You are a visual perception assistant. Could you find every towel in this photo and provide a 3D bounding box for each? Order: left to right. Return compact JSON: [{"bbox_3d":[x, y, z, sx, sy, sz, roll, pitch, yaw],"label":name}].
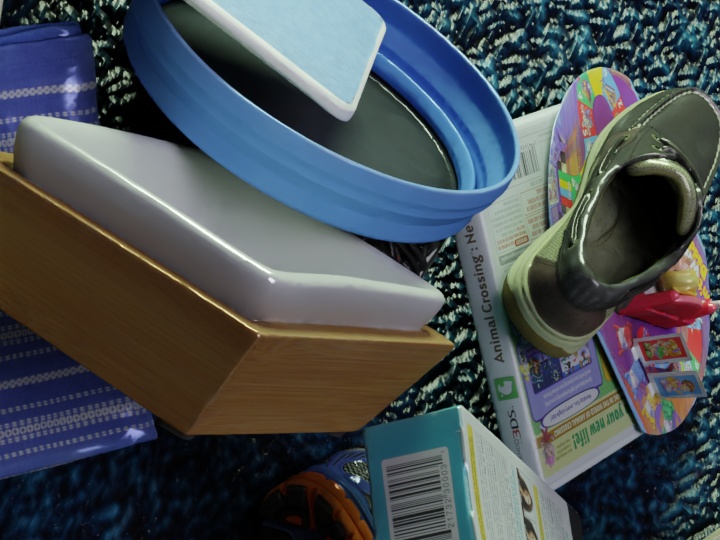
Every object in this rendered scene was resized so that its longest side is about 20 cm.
[{"bbox_3d":[-0.163,-0.007,1.254,0.145,0.024,0.200,-12,93,-42],"label":"towel"}]

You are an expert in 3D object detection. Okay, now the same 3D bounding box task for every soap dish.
[{"bbox_3d":[-0.067,0.007,1.195,0.081,0.157,0.200,-62,158,10],"label":"soap dish"}]

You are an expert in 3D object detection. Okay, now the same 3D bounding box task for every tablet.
[{"bbox_3d":[-0.075,-0.149,1.268,0.200,0.014,0.130,38,24,-9],"label":"tablet"}]

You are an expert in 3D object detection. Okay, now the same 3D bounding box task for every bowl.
[{"bbox_3d":[-0.020,-0.087,1.307,0.201,0.039,0.201,26,27,-15],"label":"bowl"}]

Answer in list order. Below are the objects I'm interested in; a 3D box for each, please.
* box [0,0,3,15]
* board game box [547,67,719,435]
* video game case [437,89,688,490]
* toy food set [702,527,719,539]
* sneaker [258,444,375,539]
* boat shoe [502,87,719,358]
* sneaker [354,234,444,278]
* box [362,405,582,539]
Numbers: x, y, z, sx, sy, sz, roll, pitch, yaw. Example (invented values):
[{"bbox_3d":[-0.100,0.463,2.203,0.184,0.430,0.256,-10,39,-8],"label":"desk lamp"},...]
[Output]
[{"bbox_3d":[-0.196,-0.097,1.191,0.075,0.050,0.200,20,63,-32],"label":"box"},{"bbox_3d":[0.163,-0.015,1.504,0.200,0.039,0.158,64,33,-27],"label":"board game box"},{"bbox_3d":[0.109,0.007,1.467,0.200,0.022,0.182,-22,100,-61],"label":"video game case"},{"bbox_3d":[0.247,0.224,1.580,0.143,0.060,0.200,-29,105,-41],"label":"toy food set"},{"bbox_3d":[0.030,0.170,1.379,0.078,0.075,0.200,-43,115,-41],"label":"sneaker"},{"bbox_3d":[0.144,-0.032,1.414,0.072,0.066,0.201,50,47,-9],"label":"boat shoe"},{"bbox_3d":[0.000,0.000,1.354,0.200,0.098,0.071,-41,110,-39],"label":"sneaker"},{"bbox_3d":[0.060,0.132,1.316,0.200,0.049,0.082,45,35,-62],"label":"box"}]
